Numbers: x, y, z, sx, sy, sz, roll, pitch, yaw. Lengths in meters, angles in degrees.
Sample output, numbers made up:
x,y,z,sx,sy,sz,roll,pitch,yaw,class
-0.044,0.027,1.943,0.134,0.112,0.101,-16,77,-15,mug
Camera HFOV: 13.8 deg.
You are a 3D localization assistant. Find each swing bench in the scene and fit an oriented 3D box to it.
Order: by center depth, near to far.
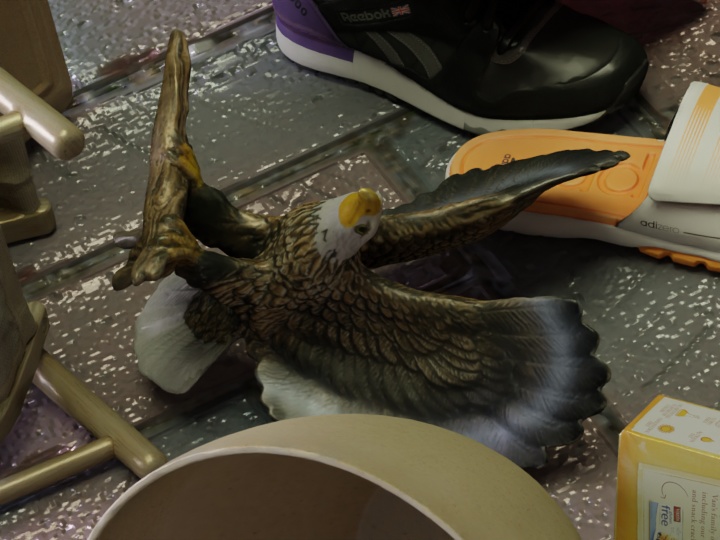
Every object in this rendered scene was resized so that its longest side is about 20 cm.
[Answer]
x,y,z,sx,sy,sz,roll,pitch,yaw,class
-0.184,-0.019,1.251,0.129,0.199,0.200,-21,43,-9,swing bench

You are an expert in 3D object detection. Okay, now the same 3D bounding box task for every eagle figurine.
x,y,z,sx,sy,sz,roll,pitch,yaw,class
0.002,0.000,1.245,0.200,0.152,0.151,15,7,-13,eagle figurine

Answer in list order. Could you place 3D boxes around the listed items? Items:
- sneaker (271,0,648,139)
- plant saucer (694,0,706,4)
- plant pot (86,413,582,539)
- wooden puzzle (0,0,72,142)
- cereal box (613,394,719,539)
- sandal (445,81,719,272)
x,y,z,sx,sy,sz,roll,pitch,yaw,class
0.037,-0.124,1.388,0.200,0.088,0.076,16,50,28,sneaker
0.044,-0.187,1.396,0.199,0.200,0.037,27,100,35,plant saucer
0.011,0.133,1.069,0.200,0.201,0.134,12,24,25,plant pot
-0.216,-0.102,1.339,0.037,0.200,0.185,23,50,32,wooden puzzle
0.183,0.135,1.036,0.200,0.144,0.040,15,29,26,cereal box
0.132,-0.047,1.304,0.206,0.059,0.079,4,46,18,sandal
